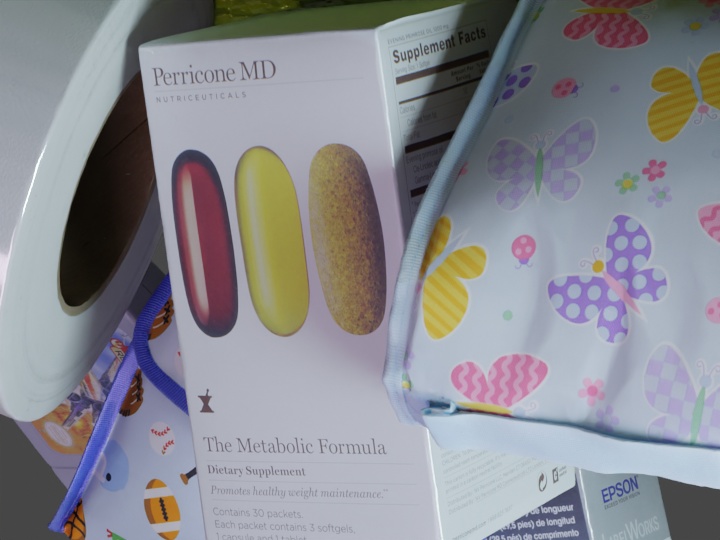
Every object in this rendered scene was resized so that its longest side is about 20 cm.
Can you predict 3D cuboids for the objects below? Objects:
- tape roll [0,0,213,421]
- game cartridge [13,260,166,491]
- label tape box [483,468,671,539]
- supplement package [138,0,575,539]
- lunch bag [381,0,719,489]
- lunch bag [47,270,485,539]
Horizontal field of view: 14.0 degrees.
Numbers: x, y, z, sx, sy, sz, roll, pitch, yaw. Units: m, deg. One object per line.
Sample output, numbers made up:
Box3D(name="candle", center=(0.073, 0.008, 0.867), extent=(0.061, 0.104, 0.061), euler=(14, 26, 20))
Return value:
Box3D(name="tape roll", center=(-0.160, -0.056, 1.175), extent=(0.139, 0.203, 0.203), euler=(21, 145, 11))
Box3D(name="game cartridge", center=(-0.126, 0.047, 1.431), extent=(0.133, 0.042, 0.200), euler=(2, 138, 39))
Box3D(name="label tape box", center=(0.071, 0.130, 1.355), extent=(0.143, 0.066, 0.201), euler=(-10, 93, 42))
Box3D(name="supplement package", center=(0.000, 0.000, 1.133), extent=(0.113, 0.109, 0.201), euler=(-2, 101, 32))
Box3D(name="lunch bag", center=(0.117, -0.006, 1.049), extent=(0.169, 0.200, 0.127), euler=(6, 140, 28))
Box3D(name="lunch bag", center=(-0.022, 0.075, 1.290), extent=(0.170, 0.124, 0.200), euler=(37, 121, 14))
